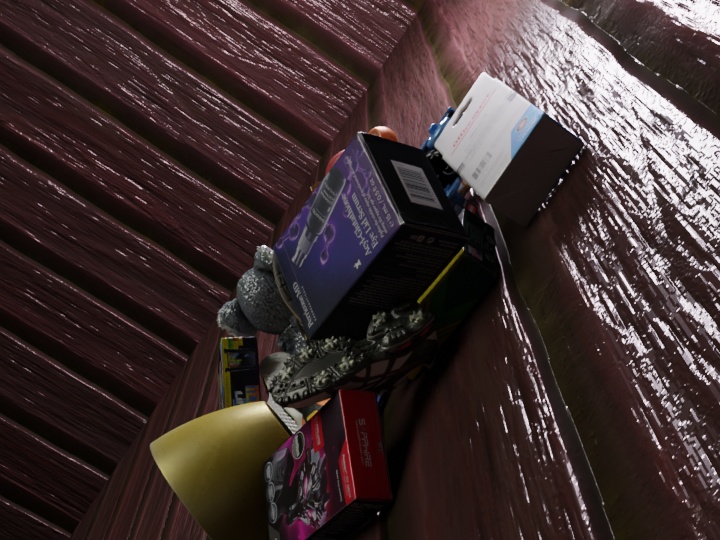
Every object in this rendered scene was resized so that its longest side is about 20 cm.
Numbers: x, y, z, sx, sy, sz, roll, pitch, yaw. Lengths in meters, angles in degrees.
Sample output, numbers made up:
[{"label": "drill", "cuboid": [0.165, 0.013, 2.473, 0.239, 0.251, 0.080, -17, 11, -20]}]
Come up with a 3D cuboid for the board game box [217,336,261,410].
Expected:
[{"label": "board game box", "cuboid": [-0.171, 0.217, 1.723, 0.166, 0.056, 0.202, 108, 159, -67]}]

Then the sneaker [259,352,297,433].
[{"label": "sneaker", "cuboid": [-0.088, 0.209, 1.668, 0.072, 0.115, 0.201, -14, 29, -2]}]

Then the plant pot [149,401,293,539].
[{"label": "plant pot", "cuboid": [-0.140, 0.244, 1.473, 0.142, 0.201, 0.200, -39, 10, -4]}]

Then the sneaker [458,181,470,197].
[{"label": "sneaker", "cuboid": [0.103, -0.101, 1.666, 0.199, 0.077, 0.079, -38, 55, 16]}]

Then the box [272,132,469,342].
[{"label": "box", "cuboid": [0.007, -0.030, 1.375, 0.200, 0.104, 0.149, -51, 46, 30]}]

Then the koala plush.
[{"label": "koala plush", "cuboid": [-0.098, 0.060, 1.775, 0.178, 0.199, 0.184, -52, 12, 24]}]

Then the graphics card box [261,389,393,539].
[{"label": "graphics card box", "cuboid": [-0.040, 0.229, 1.310, 0.200, 0.050, 0.127, -48, 43, 46]}]

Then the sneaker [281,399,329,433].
[{"label": "sneaker", "cuboid": [-0.044, 0.156, 1.481, 0.091, 0.069, 0.200, -63, 16, 9]}]

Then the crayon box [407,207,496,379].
[{"label": "crayon box", "cuboid": [0.083, 0.038, 1.414, 0.201, 0.051, 0.127, -52, 12, 25]}]

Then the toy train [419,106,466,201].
[{"label": "toy train", "cuboid": [0.088, -0.114, 1.543, 0.201, 0.086, 0.114, -56, 4, 0]}]

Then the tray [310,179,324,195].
[{"label": "tray", "cuboid": [-0.013, -0.041, 1.689, 0.037, 0.099, 0.200, -25, -26, 4]}]

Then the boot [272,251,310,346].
[{"label": "boot", "cuboid": [-0.052, 0.073, 1.554, 0.073, 0.201, 0.151, -29, -22, -17]}]

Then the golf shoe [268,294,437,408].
[{"label": "golf shoe", "cuboid": [-0.001, 0.111, 1.318, 0.198, 0.089, 0.077, -25, 37, -9]}]

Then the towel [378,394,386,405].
[{"label": "towel", "cuboid": [-0.034, 0.230, 1.502, 0.200, 0.024, 0.146, -46, 17, 56]}]

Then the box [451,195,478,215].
[{"label": "box", "cuboid": [0.072, 0.004, 1.593, 0.200, 0.037, 0.137, -46, 16, 49]}]

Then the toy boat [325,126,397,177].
[{"label": "toy boat", "cuboid": [0.029, -0.146, 1.759, 0.200, 0.129, 0.132, 22, -114, -64]}]

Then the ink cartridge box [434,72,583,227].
[{"label": "ink cartridge box", "cuboid": [0.167, -0.145, 1.397, 0.116, 0.066, 0.200, -55, 24, 12]}]
